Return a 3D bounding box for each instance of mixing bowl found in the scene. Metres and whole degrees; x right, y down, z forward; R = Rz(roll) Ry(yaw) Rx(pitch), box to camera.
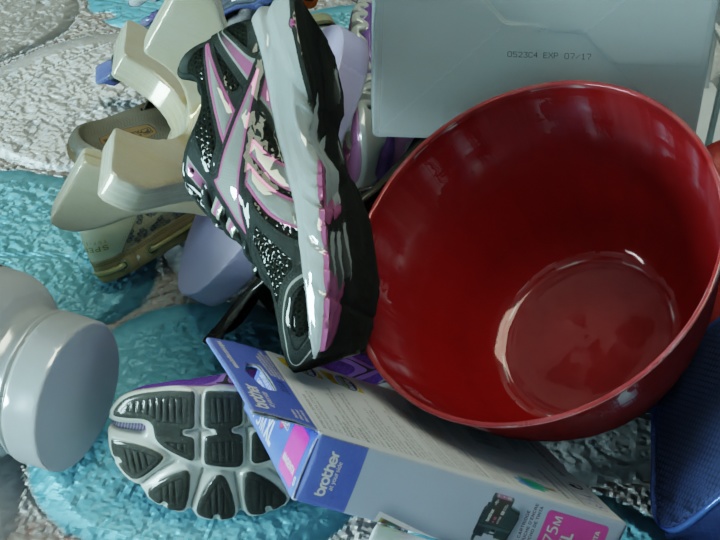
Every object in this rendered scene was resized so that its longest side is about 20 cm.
[{"bbox_3d":[0.105,0.013,0.720,0.198,0.109,0.202,-14,54,20],"label":"mixing bowl"}]

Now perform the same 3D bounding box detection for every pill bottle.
[{"bbox_3d":[-0.242,0.044,0.766,0.198,0.113,0.112,16,40,18],"label":"pill bottle"}]

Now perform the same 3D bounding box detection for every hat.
[{"bbox_3d":[0.000,0.000,0.826,0.081,0.201,0.201,46,47,-1],"label":"hat"}]

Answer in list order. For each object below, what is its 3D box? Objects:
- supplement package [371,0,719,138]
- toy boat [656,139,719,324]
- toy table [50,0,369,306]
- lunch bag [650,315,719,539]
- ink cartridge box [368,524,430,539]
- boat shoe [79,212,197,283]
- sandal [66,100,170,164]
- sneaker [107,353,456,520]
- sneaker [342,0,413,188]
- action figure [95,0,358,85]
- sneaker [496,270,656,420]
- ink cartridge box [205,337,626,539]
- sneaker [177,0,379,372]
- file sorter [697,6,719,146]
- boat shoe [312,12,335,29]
[{"bbox_3d":[0.102,-0.187,0.823,0.189,0.148,0.201,2,33,-1],"label":"supplement package"},{"bbox_3d":[0.263,0.000,0.764,0.199,0.131,0.131,29,77,5],"label":"toy boat"},{"bbox_3d":[-0.096,-0.081,0.818,0.116,0.201,0.184,24,19,-22],"label":"toy table"},{"bbox_3d":[0.250,0.071,0.659,0.132,0.200,0.136,31,39,-12],"label":"lunch bag"},{"bbox_3d":[0.070,0.209,0.575,0.198,0.085,0.146,14,39,16],"label":"ink cartridge box"},{"bbox_3d":[-0.109,-0.053,0.946,0.199,0.063,0.073,-22,17,-31],"label":"boat shoe"},{"bbox_3d":[-0.133,-0.126,1.031,0.199,0.055,0.082,-20,42,-33],"label":"sandal"},{"bbox_3d":[-0.043,0.085,0.763,0.198,0.081,0.083,-1,22,-17],"label":"sneaker"},{"bbox_3d":[0.029,-0.133,1.036,0.087,0.081,0.201,3,42,-8],"label":"sneaker"},{"bbox_3d":[-0.121,-0.210,1.050,0.198,0.106,0.193,-14,-10,32],"label":"action figure"},{"bbox_3d":[0.134,0.020,0.811,0.199,0.072,0.083,24,72,28],"label":"sneaker"},{"bbox_3d":[0.019,0.091,0.671,0.198,0.042,0.119,21,8,-21],"label":"ink cartridge box"},{"bbox_3d":[-0.048,-0.039,0.702,0.086,0.080,0.202,-16,66,17],"label":"sneaker"},{"bbox_3d":[0.196,-0.141,1.002,0.198,0.125,0.139,-4,38,-6],"label":"file sorter"},{"bbox_3d":[-0.052,-0.143,1.003,0.074,0.069,0.200,-31,4,21],"label":"boat shoe"}]
